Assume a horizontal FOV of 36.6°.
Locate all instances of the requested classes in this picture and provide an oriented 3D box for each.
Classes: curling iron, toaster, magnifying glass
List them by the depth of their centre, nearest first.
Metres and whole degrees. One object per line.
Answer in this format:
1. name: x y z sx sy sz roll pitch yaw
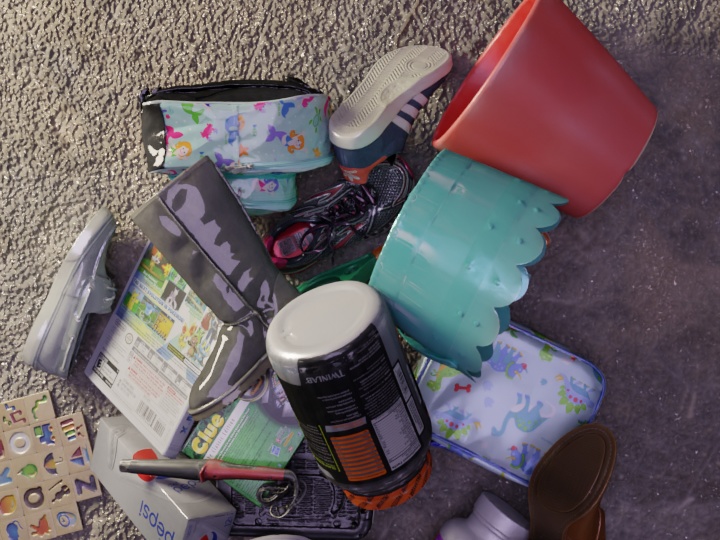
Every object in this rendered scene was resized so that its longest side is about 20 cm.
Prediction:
1. curling iron: -0.153 0.214 1.107 0.196 0.026 0.051 9 89 6
2. toaster: -0.059 0.192 1.193 0.196 0.119 0.185 0 92 5
3. magnifying glass: 0.000 0.000 1.213 0.198 0.080 0.023 -33 112 -5

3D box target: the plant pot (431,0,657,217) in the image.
1. plant pot: 0.198 -0.163 1.138 0.176 0.200 0.202 35 94 -7

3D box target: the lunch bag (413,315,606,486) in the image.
1. lunch bag: 0.154 0.137 1.193 0.197 0.082 0.163 25 93 3

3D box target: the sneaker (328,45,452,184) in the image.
1. sneaker: 0.034 -0.169 1.183 0.074 0.085 0.200 23 51 31

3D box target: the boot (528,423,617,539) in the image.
1. boot: 0.236 0.258 1.152 0.076 0.154 0.203 22 94 36

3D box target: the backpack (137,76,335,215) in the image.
1. backpack: -0.123 -0.135 1.162 0.196 0.178 0.154 -9 98 0

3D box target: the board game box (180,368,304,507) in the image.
1. board game box: -0.091 0.131 1.124 0.104 0.023 0.202 34 94 3

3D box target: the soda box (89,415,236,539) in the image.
1. soda box: -0.217 0.235 1.174 0.199 0.063 0.069 36 115 42

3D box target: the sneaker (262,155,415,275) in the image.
1. sneaker: -0.025 -0.056 1.206 0.199 0.075 0.081 -35 88 4

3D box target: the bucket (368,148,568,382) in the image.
1. bucket: 0.102 -0.010 1.072 0.133 0.207 0.210 28 93 10

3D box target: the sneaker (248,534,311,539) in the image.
1. sneaker: -0.054 0.348 1.133 0.197 0.113 0.078 16 133 -26

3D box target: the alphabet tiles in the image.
1. alphabet tiles: -0.407 0.239 1.279 0.196 0.006 0.169 -15 91 5

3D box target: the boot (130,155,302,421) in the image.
1. boot: -0.155 0.019 1.067 0.182 0.072 0.201 -43 104 -9

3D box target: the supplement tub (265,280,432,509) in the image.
1. supplement tub: -0.004 0.123 1.039 0.121 0.123 0.202 -18 120 5

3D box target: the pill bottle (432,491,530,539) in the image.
1. pill bottle: 0.107 0.346 1.191 0.103 0.104 0.202 34 93 3

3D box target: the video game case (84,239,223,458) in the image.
1. video game case: -0.216 0.076 1.190 0.199 0.022 0.185 31 96 46

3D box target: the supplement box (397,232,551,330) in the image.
1. supplement box: 0.109 -0.007 1.201 0.198 0.067 0.069 -32 89 4

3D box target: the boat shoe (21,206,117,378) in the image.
1. boat shoe: -0.315 0.029 1.241 0.071 0.070 0.203 26 97 -7
